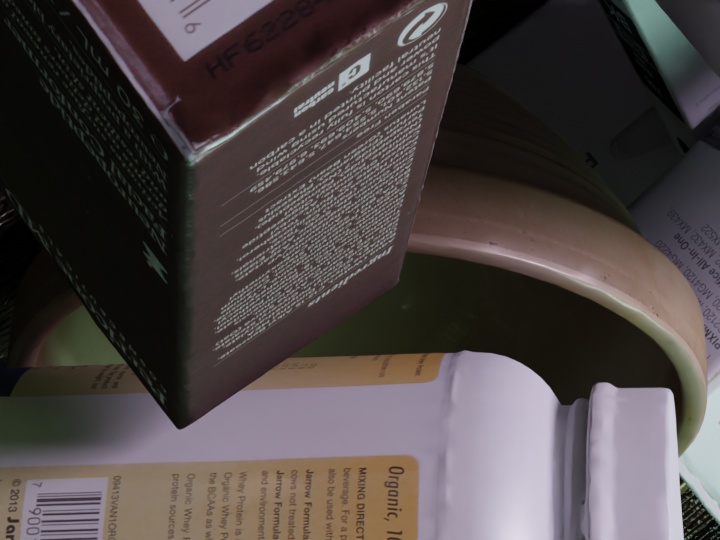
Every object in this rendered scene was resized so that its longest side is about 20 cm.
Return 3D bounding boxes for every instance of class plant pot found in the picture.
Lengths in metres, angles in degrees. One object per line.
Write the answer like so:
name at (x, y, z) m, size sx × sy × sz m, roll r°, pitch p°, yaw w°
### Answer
plant pot at (0.000, 0.000, 0.834) m, size 0.200 × 0.093 × 0.201 m, roll 1°, pitch 151°, yaw 1°

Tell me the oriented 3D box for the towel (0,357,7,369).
towel at (-0.127, 0.139, 0.833) m, size 0.048 × 0.201 × 0.171 m, roll -16°, pitch -178°, yaw 32°

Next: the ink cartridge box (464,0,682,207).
ink cartridge box at (0.099, -0.048, 1.085) m, size 0.145 × 0.085 × 0.200 m, roll -38°, pitch 170°, yaw -4°

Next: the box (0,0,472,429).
box at (-0.039, -0.046, 0.617) m, size 0.075 × 0.100 × 0.200 m, roll -35°, pitch 167°, yaw -12°

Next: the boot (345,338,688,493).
boot at (0.032, 0.038, 1.007) m, size 0.174 × 0.067 × 0.200 m, roll 1°, pitch 165°, yaw 10°

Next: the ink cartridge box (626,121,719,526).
ink cartridge box at (0.175, -0.002, 0.937) m, size 0.200 × 0.083 × 0.145 m, roll -42°, pitch 137°, yaw 2°

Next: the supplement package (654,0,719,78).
supplement package at (0.162, -0.151, 0.780) m, size 0.200 × 0.121 × 0.120 m, roll -35°, pitch 167°, yaw -15°

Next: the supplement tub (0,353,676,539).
supplement tub at (-0.016, 0.095, 0.746) m, size 0.199 × 0.145 × 0.144 m, roll -2°, pitch 172°, yaw 8°

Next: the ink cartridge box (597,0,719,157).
ink cartridge box at (0.134, -0.087, 0.927) m, size 0.099 × 0.039 × 0.200 m, roll -38°, pitch 137°, yaw -4°
